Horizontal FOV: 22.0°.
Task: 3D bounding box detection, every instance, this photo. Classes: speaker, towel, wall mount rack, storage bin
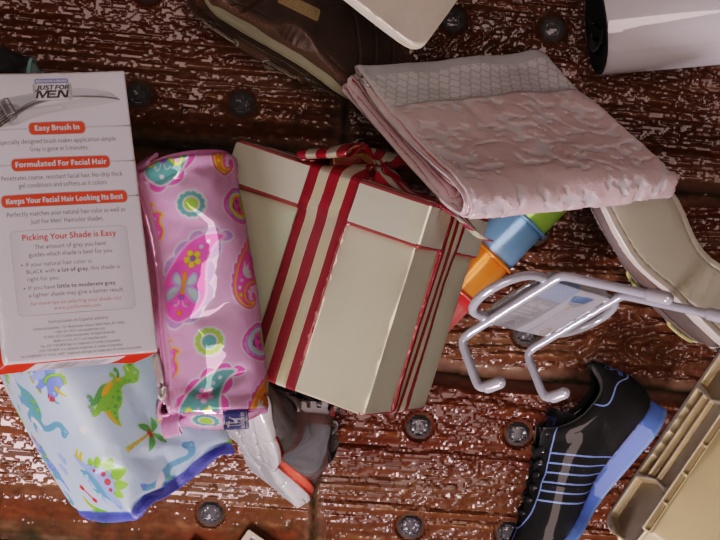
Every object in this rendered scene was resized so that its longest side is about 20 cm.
[{"bbox_3d":[0.282,-0.204,1.494,0.199,0.081,0.082,-6,94,-5],"label":"speaker"},{"bbox_3d":[0.113,-0.106,1.408,0.199,0.191,0.032,-8,130,-32],"label":"towel"},{"bbox_3d":[0.178,0.040,1.431,0.173,0.200,0.075,-32,67,25],"label":"wall mount rack"},{"bbox_3d":[0.338,0.196,1.520,0.200,0.094,0.199,35,91,-7],"label":"storage bin"}]

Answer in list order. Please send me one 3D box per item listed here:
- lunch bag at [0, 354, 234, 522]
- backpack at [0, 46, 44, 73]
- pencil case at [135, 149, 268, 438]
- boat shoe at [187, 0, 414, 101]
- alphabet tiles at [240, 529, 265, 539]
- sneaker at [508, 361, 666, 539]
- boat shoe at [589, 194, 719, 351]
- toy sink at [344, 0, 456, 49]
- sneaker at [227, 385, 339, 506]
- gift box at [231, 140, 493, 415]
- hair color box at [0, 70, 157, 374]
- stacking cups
[{"bbox_3d":[-0.206,0.094,1.412,0.127,0.200,0.171,-32,98,-31],"label":"lunch bag"},{"bbox_3d":[-0.283,-0.060,1.395,0.153,0.176,0.201,20,85,-5],"label":"backpack"},{"bbox_3d":[-0.116,0.016,1.315,0.087,0.087,0.201,-6,84,-5],"label":"pencil case"},{"bbox_3d":[-0.047,-0.185,1.471,0.202,0.075,0.075,31,64,-25],"label":"boat shoe"},{"bbox_3d":[-0.108,0.322,1.526,0.166,0.006,0.200,35,90,-7],"label":"alphabet tiles"},{"bbox_3d":[0.162,0.167,1.515,0.078,0.070,0.200,39,83,-4],"label":"sneaker"},{"bbox_3d":[0.240,-0.011,1.494,0.200,0.059,0.072,45,65,-19],"label":"boat shoe"},{"bbox_3d":[0.031,-0.263,1.426,0.130,0.112,0.200,36,70,-7],"label":"toy sink"},{"bbox_3d":[-0.060,0.112,1.441,0.077,0.200,0.082,37,76,21],"label":"sneaker"},{"bbox_3d":[0.000,0.000,1.414,0.199,0.184,0.188,17,94,14],"label":"gift box"},{"bbox_3d":[-0.211,-0.033,1.281,0.110,0.064,0.201,-4,82,-24],"label":"hair color box"},{"bbox_3d":[0.116,-0.032,1.506,0.060,0.061,0.200,44,94,-7],"label":"stacking cups"}]
